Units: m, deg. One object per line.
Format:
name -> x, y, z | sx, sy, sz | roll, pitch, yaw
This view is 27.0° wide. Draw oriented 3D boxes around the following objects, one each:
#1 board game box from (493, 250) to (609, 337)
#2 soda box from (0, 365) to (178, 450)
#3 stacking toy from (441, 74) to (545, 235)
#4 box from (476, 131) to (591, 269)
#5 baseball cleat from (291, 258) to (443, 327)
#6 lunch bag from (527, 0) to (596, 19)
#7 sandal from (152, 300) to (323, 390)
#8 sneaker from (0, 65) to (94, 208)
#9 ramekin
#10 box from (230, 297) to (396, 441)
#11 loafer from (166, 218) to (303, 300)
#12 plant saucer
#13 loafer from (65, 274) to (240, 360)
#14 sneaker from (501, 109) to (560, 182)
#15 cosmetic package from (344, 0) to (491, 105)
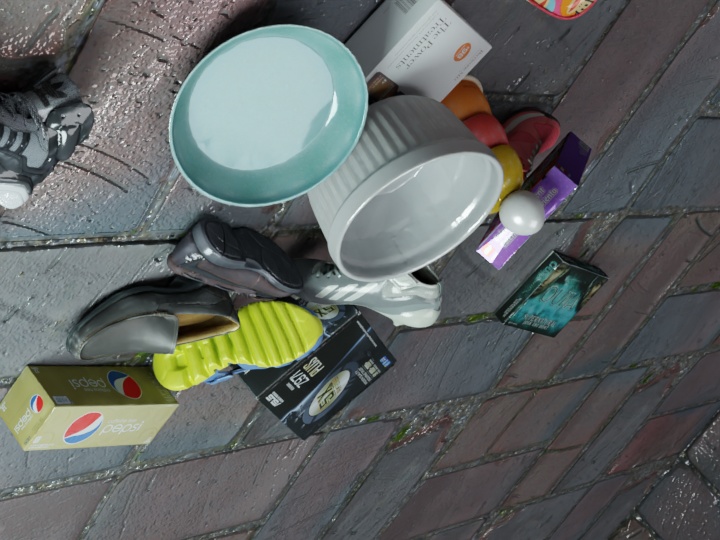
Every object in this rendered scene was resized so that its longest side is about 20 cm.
board game box -> 0.299, 0.039, 2.327 | 0.135, 0.028, 0.200 | -49, 153, 15
soda box -> -0.296, 0.150, 1.652 | 0.068, 0.064, 0.200 | -52, 151, 19
stacking toy -> 0.130, -0.111, 1.678 | 0.146, 0.200, 0.146 | -31, 151, -19
box -> 0.209, -0.086, 1.785 | 0.137, 0.039, 0.200 | -49, -179, 21
baseball cleat -> 0.000, 0.000, 1.722 | 0.070, 0.200, 0.107 | -67, 167, -52
lunch bag -> 0.192, -0.364, 1.464 | 0.176, 0.082, 0.200 | 29, 112, -21
sandal -> -0.134, 0.085, 1.721 | 0.200, 0.080, 0.087 | -13, 170, 15
sneaker -> -0.289, -0.132, 1.229 | 0.114, 0.075, 0.200 | -39, 159, -7
ramekin -> 0.039, -0.091, 1.569 | 0.200, 0.105, 0.200 | -24, 151, -14
box -> -0.061, 0.108, 1.880 | 0.164, 0.086, 0.200 | -40, 154, -3
loafer -> -0.137, -0.006, 1.641 | 0.063, 0.072, 0.200 | -32, 154, 19
plant saucer -> -0.091, -0.154, 1.443 | 0.200, 0.036, 0.200 | -13, 130, -16
loafer -> -0.218, 0.058, 1.608 | 0.200, 0.072, 0.073 | -22, 149, -33
sneaker -> 0.182, -0.134, 1.842 | 0.200, 0.087, 0.074 | -21, 148, -37
cosmetic package -> 0.030, -0.200, 1.579 | 0.200, 0.052, 0.151 | -46, 155, 11
